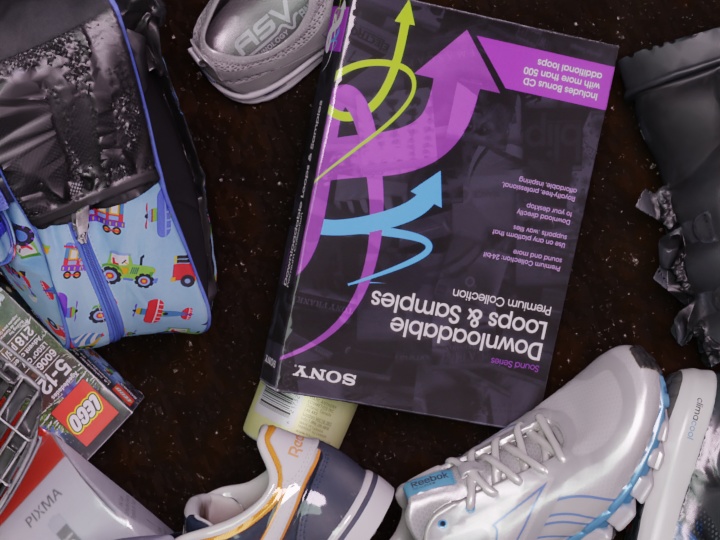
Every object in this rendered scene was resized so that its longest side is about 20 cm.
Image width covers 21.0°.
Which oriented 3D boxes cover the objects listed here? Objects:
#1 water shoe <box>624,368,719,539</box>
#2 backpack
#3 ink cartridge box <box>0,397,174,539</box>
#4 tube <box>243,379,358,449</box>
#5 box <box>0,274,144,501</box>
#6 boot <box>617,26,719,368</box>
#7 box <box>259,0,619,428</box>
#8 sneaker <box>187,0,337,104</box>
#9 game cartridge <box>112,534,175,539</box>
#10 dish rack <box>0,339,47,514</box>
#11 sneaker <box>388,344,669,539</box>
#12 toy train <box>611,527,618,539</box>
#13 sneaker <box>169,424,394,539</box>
[{"bbox_3d":[0.167,0.151,0.954,0.078,0.072,0.201,11,99,1],"label":"water shoe"},{"bbox_3d":[-0.152,-0.051,0.942,0.134,0.183,0.201,-24,121,-14],"label":"backpack"},{"bbox_3d":[-0.188,0.166,1.009,0.200,0.050,0.162,41,100,-17],"label":"ink cartridge box"},{"bbox_3d":[0.000,0.000,0.999,0.052,0.058,0.201,25,95,54],"label":"tube"},{"bbox_3d":[-0.232,0.094,1.041,0.137,0.038,0.200,43,100,-3],"label":"box"},{"bbox_3d":[0.225,-0.048,0.933,0.197,0.073,0.164,-17,86,19],"label":"boot"},{"bbox_3d":[0.039,-0.028,0.963,0.142,0.036,0.201,10,96,-16],"label":"box"},{"bbox_3d":[-0.006,-0.159,0.972,0.075,0.082,0.200,45,100,7],"label":"sneaker"},{"bbox_3d":[-0.146,0.211,0.940,0.199,0.040,0.134,-32,78,30],"label":"game cartridge"},{"bbox_3d":[-0.246,0.051,0.959,0.200,0.055,0.154,38,111,7],"label":"dish rack"},{"bbox_3d":[0.067,0.111,0.943,0.086,0.075,0.200,27,111,-31],"label":"sneaker"},{"bbox_3d":[0.076,0.201,0.994,0.046,0.034,0.201,25,97,13],"label":"toy train"},{"bbox_3d":[-0.072,0.162,0.956,0.079,0.078,0.200,35,99,-7],"label":"sneaker"}]
